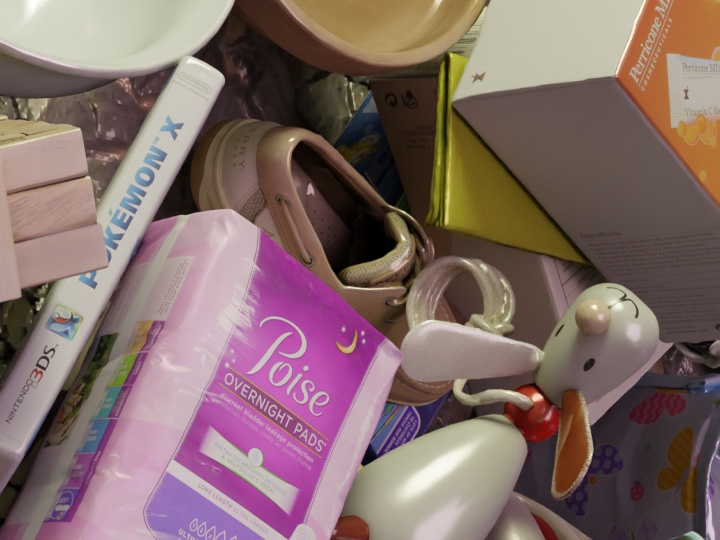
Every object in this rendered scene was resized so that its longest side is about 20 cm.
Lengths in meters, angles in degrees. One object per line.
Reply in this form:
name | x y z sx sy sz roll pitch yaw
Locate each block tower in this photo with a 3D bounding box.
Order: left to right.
block tower | -0.159 -0.029 0.956 0.058 0.200 0.054 -15 104 -26

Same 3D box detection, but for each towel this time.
towel | 0.101 -0.046 1.251 0.200 0.018 0.086 12 77 -48

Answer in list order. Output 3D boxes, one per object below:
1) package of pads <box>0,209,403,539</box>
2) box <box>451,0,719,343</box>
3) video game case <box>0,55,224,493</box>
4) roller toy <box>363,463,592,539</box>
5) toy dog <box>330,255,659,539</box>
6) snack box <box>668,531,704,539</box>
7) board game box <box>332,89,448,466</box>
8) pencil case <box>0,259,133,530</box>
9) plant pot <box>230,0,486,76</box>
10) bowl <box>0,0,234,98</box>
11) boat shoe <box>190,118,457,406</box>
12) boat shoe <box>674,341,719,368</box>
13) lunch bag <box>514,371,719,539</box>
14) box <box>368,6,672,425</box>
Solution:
package of pads | -0.068 0.087 1.051 0.120 0.076 0.200 40 60 -30
box | 0.152 -0.073 1.225 0.200 0.097 0.125 45 55 -36
video game case | -0.125 0.027 1.032 0.022 0.200 0.183 29 62 -6
roller toy | 0.045 0.192 1.229 0.140 0.200 0.183 35 58 -45
toy dog | 0.041 0.078 1.124 0.200 0.132 0.096 -65 157 -10
snack box | 0.075 0.204 1.109 0.200 0.037 0.116 -19 107 -10
board game box | 0.022 -0.008 1.317 0.200 0.034 0.135 -57 131 -33
pencil case | -0.105 0.086 1.118 0.200 0.089 0.078 -63 147 -28
plant pot | -0.031 -0.184 1.190 0.201 0.093 0.201 13 71 -43
bowl | -0.152 -0.144 1.028 0.201 0.090 0.201 23 49 -29
boat shoe | 0.000 0.000 1.212 0.200 0.065 0.072 49 55 -37
boat shoe | 0.213 0.025 1.539 0.200 0.073 0.065 54 56 -24
lunch bag | 0.152 0.151 1.377 0.127 0.169 0.201 -16 102 -49
box | 0.085 -0.028 1.304 0.095 0.078 0.200 -38 119 -43
